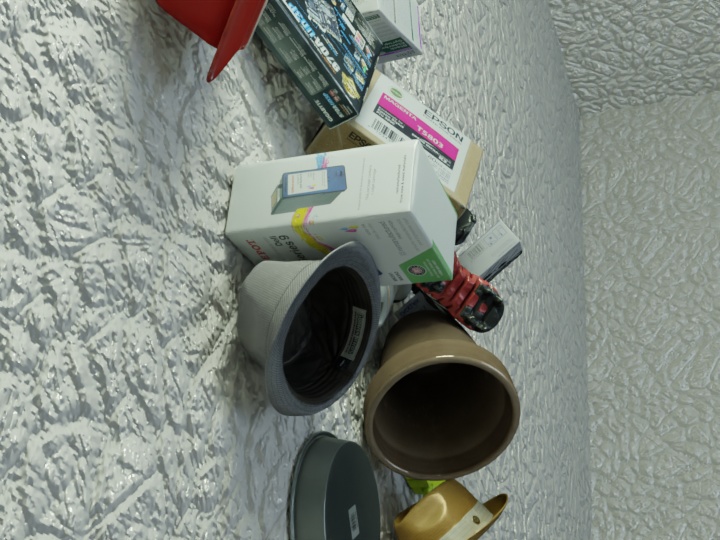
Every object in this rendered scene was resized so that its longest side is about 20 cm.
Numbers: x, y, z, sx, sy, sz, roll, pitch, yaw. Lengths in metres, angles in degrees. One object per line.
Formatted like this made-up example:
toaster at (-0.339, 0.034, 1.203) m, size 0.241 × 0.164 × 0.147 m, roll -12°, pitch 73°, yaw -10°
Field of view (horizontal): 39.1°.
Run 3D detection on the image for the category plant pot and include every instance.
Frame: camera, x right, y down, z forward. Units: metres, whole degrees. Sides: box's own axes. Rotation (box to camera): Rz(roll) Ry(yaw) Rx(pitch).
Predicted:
plant pot at (0.097, 0.146, 1.336) m, size 0.175 × 0.199 × 0.201 m, roll -99°, pitch 171°, yaw -60°

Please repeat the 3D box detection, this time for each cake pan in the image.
cake pan at (-0.023, 0.280, 1.139) m, size 0.200 × 0.037 × 0.201 m, roll -7°, pitch 90°, yaw -70°

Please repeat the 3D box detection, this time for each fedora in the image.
fedora at (-0.060, 0.048, 0.996) m, size 0.177 × 0.090 × 0.200 m, roll -58°, pitch 151°, yaw -15°
fedora at (0.101, 0.331, 1.325) m, size 0.082 × 0.200 × 0.200 m, roll 51°, pitch 18°, yaw 8°

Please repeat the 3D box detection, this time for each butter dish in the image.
butter dish at (-0.134, -0.310, 0.904) m, size 0.200 × 0.147 × 0.200 m, roll -76°, pitch -167°, yaw -45°

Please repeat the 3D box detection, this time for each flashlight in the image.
flashlight at (0.108, -0.031, 1.421) m, size 0.068 × 0.068 × 0.200 m, roll -50°, pitch 177°, yaw -28°

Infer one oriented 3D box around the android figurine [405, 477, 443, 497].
android figurine at (0.096, 0.239, 1.478) m, size 0.182 × 0.041 × 0.201 m, roll 37°, pitch 47°, yaw -63°

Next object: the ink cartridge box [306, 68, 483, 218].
ink cartridge box at (0.048, -0.150, 1.277) m, size 0.200 × 0.075 × 0.165 m, roll 34°, pitch 36°, yaw -9°

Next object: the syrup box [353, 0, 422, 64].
syrup box at (0.020, -0.357, 1.413) m, size 0.200 × 0.078 × 0.082 m, roll 18°, pitch 67°, yaw -69°

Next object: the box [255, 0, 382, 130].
box at (-0.057, -0.285, 1.153) m, size 0.200 × 0.046 × 0.159 m, roll 50°, pitch 34°, yaw -29°

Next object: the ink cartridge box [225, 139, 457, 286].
ink cartridge box at (-0.016, -0.048, 1.036) m, size 0.145 × 0.199 × 0.088 m, roll 54°, pitch 38°, yaw -55°

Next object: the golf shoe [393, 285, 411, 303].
golf shoe at (0.045, -0.028, 1.362) m, size 0.200 × 0.088 × 0.077 m, roll 64°, pitch 26°, yaw -45°

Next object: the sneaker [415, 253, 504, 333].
sneaker at (0.101, 0.004, 1.334) m, size 0.200 × 0.098 × 0.071 m, roll 43°, pitch 81°, yaw -28°

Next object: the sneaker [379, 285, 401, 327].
sneaker at (0.000, 0.000, 1.252) m, size 0.200 × 0.075 × 0.092 m, roll 58°, pitch 36°, yaw -47°

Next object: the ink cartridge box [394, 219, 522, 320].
ink cartridge box at (0.142, 0.016, 1.448) m, size 0.044 × 0.200 × 0.094 m, roll 49°, pitch 2°, yaw 14°
